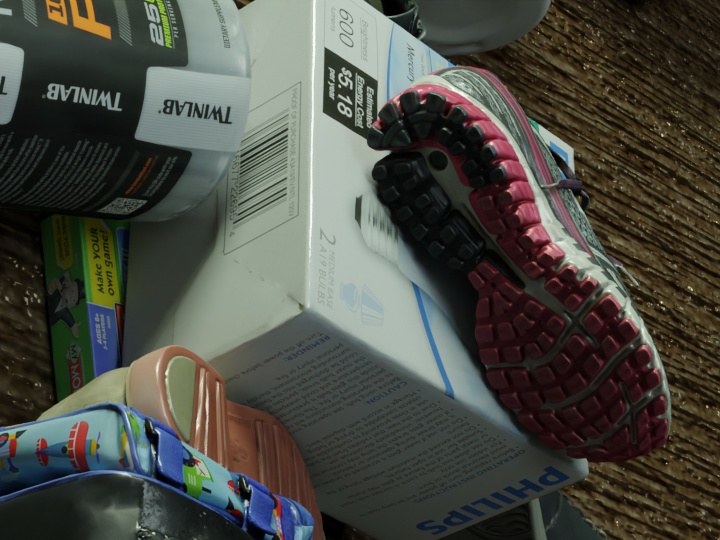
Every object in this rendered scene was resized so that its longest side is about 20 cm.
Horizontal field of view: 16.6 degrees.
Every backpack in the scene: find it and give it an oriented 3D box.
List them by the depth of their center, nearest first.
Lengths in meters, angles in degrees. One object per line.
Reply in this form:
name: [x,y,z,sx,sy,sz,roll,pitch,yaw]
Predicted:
backpack: [-0.087,0.155,0.971,0.200,0.182,0.135,33,51,-42]

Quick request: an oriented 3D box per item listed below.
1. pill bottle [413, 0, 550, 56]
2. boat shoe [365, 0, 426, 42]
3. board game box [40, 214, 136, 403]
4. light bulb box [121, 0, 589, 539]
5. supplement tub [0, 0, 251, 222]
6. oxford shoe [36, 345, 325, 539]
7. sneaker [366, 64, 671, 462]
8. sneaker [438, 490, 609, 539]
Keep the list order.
pill bottle: [0.051,-0.237,1.467,0.112,0.112,0.200,26,49,-43]
boat shoe: [0.001,-0.138,1.363,0.074,0.066,0.200,-15,81,-36]
board game box: [-0.084,0.077,1.160,0.134,0.029,0.200,19,54,-47]
light bulb box: [0.000,0.000,1.186,0.200,0.125,0.199,30,47,-38]
supplement tub: [-0.156,-0.087,1.074,0.200,0.122,0.123,5,65,-44]
oxford shoe: [-0.072,0.096,1.084,0.200,0.074,0.071,54,26,-49]
sneaker: [0.085,-0.005,1.122,0.200,0.081,0.075,61,33,-6]
sneaker: [0.089,0.138,1.323,0.106,0.075,0.200,-36,108,-60]
